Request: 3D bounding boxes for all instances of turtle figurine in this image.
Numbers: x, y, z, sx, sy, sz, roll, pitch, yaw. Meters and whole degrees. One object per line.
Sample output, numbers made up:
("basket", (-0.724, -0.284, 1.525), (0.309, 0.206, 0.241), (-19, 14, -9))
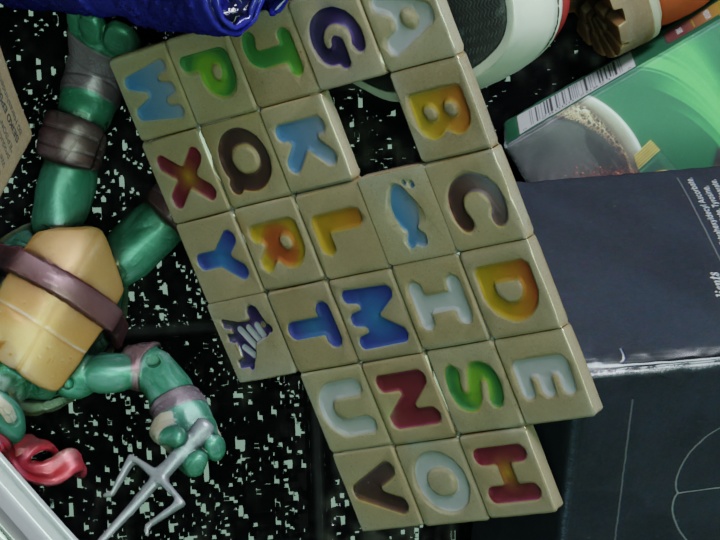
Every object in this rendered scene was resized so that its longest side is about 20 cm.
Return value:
("turtle figurine", (-0.116, 0.008, 1.014), (0.150, 0.101, 0.200), (33, 76, -26))

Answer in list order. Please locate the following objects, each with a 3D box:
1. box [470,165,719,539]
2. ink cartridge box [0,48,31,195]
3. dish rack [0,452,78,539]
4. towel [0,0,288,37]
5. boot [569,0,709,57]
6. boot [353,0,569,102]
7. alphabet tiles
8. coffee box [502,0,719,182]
("box", (0.154, 0.070, 1.014), (0.196, 0.124, 0.201), (-5, 128, -11))
("ink cartridge box", (-0.237, -0.088, 0.925), (0.199, 0.075, 0.165), (-2, 129, 19))
("dish rack", (-0.210, 0.104, 0.936), (0.171, 0.044, 0.200), (-38, 102, 11))
("towel", (-0.071, -0.160, 0.949), (0.049, 0.200, 0.148), (11, 92, -33))
("boot", (0.105, -0.198, 1.040), (0.107, 0.075, 0.200), (-27, 107, -11))
("boot", (0.045, -0.109, 0.963), (0.144, 0.200, 0.073), (-16, 99, -31))
("alphabet tiles", (0.000, 0.000, 0.939), (0.008, 0.167, 0.201), (-31, 104, -44))
("coffee box", (0.171, -0.055, 1.058), (0.200, 0.044, 0.123), (-29, 101, 9))
